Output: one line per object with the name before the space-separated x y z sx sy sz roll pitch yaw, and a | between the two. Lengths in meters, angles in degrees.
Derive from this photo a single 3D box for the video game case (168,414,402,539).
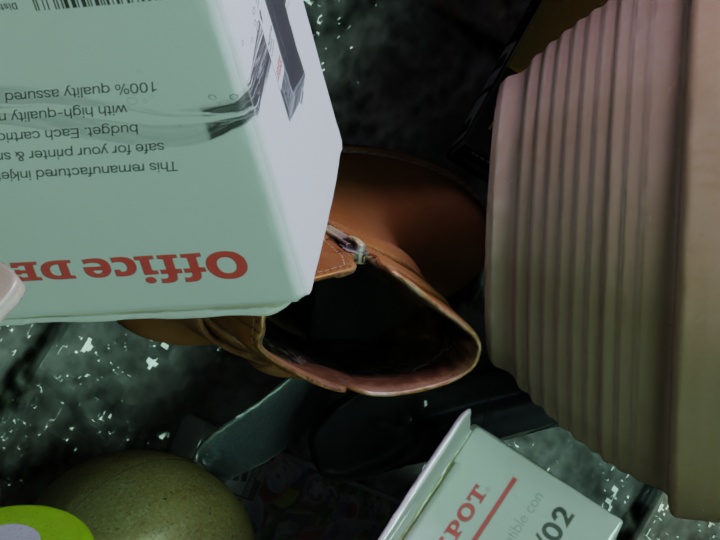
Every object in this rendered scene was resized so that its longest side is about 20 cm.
video game case | -0.019 0.154 1.178 0.200 0.018 0.143 25 87 -37

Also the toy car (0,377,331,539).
toy car | -0.076 0.120 1.049 0.200 0.158 0.165 -26 124 -33

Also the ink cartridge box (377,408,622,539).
ink cartridge box | 0.036 0.129 1.083 0.115 0.068 0.200 -57 171 -10

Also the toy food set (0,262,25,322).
toy food set | -0.201 -0.017 0.834 0.144 0.060 0.200 -45 123 -16

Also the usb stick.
usb stick | 0.046 0.051 1.130 0.200 0.055 0.033 -8 68 -62

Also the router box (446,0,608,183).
router box | 0.158 -0.065 1.163 0.200 0.052 0.157 29 83 -3

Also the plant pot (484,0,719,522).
plant pot | 0.092 -0.015 1.029 0.092 0.201 0.201 2 105 6

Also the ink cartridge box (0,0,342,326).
ink cartridge box | -0.099 -0.083 0.927 0.084 0.144 0.200 -76 158 -47

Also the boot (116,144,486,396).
boot | 0.000 0.000 1.064 0.200 0.155 0.077 7 98 -36
